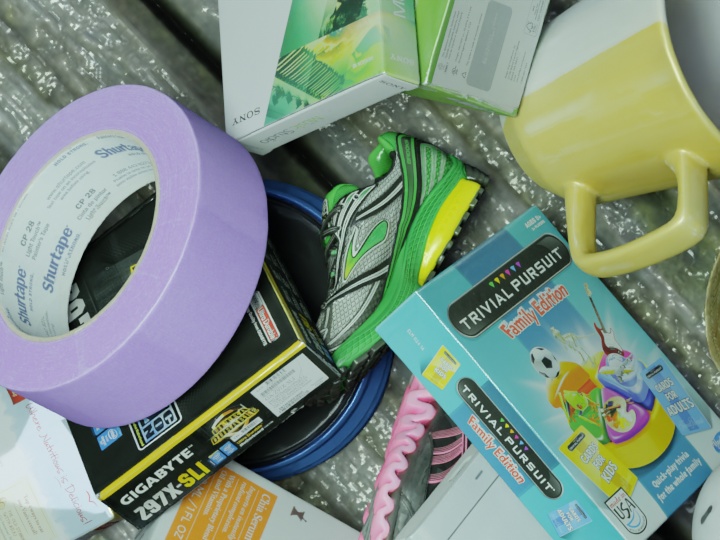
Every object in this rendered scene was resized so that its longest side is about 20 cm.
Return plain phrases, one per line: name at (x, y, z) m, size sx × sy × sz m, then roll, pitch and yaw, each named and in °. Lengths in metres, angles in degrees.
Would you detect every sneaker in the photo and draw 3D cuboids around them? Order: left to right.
sneaker at (0.000, 0.000, 1.697) m, size 0.085 × 0.078 × 0.200 m, roll 31°, pitch 60°, yaw -1°
sneaker at (0.058, 0.129, 1.676) m, size 0.095 × 0.079 × 0.200 m, roll 21°, pitch 53°, yaw -1°

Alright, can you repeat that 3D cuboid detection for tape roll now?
tape roll at (-0.151, -0.009, 1.632) m, size 0.200 × 0.066 × 0.200 m, roll -22°, pitch 53°, yaw 34°

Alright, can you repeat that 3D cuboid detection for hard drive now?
hard drive at (0.124, 0.194, 1.642) m, size 0.200 × 0.132 × 0.027 m, roll 49°, pitch 142°, yaw -9°

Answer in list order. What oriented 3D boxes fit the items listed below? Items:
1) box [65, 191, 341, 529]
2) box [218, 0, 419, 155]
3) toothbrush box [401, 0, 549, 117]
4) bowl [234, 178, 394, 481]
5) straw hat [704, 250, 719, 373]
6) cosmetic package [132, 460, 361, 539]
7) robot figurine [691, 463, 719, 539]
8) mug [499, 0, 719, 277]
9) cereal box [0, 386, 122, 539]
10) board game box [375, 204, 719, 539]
box at (-0.115, 0.041, 1.672) m, size 0.160 × 0.049 × 0.200 m, roll -38°, pitch 42°, yaw 10°
box at (-0.030, -0.186, 1.649) m, size 0.144 × 0.036 × 0.200 m, roll -22°, pitch 67°, yaw 43°
toothbrush box at (0.023, -0.188, 1.684) m, size 0.200 × 0.086 × 0.146 m, roll 18°, pitch 91°, yaw 49°
bowl at (-0.077, 0.039, 1.762) m, size 0.200 × 0.039 × 0.201 m, roll -1°, pitch 87°, yaw 13°
straw hat at (0.277, -0.021, 1.658) m, size 0.201 × 0.201 × 0.085 m, roll -47°, pitch 40°, yaw 6°
cosmetic package at (-0.046, 0.204, 1.674) m, size 0.200 × 0.102 × 0.071 m, roll 30°, pitch 137°, yaw -8°
robot figurine at (0.299, 0.160, 1.618) m, size 0.200 × 0.125 × 0.151 m, roll -6°, pitch 90°, yaw 2°
mug at (0.161, -0.102, 1.645) m, size 0.153 × 0.187 × 0.150 m, roll -22°, pitch 108°, yaw 37°
cereal box at (-0.271, 0.145, 1.799) m, size 0.200 × 0.040 × 0.144 m, roll -28°, pitch 80°, yaw 9°
board game box at (0.123, 0.072, 1.647) m, size 0.200 × 0.151 × 0.047 m, roll 50°, pitch 129°, yaw 4°
